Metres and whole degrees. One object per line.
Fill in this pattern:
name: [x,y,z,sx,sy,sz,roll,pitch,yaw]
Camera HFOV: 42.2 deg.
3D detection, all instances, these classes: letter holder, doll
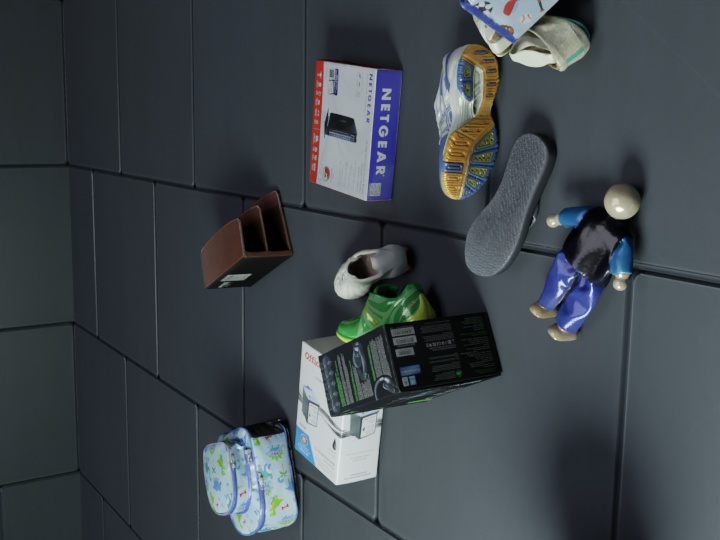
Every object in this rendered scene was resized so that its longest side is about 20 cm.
letter holder: [-0.227,-0.062,1.786,0.200,0.100,0.143,-31,66,55]
doll: [0.259,-0.017,1.075,0.137,0.048,0.200,56,138,36]

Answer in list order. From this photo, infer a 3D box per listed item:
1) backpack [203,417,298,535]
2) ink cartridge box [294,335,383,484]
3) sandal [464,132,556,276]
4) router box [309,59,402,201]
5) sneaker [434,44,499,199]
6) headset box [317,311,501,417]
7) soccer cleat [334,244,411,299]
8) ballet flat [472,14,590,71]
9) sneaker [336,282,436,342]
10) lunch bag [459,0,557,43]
backpack: [-0.213,0.401,1.785,0.183,0.147,0.201,-28,74,58]
ink cartridge box: [-0.034,0.226,1.537,0.146,0.086,0.201,27,118,53]
sandal: [0.197,-0.076,1.181,0.076,0.043,0.201,45,121,36]
router box: [-0.011,-0.225,1.470,0.179,0.049,0.201,24,114,54]
sneaker: [0.135,-0.196,1.239,0.088,0.075,0.201,-152,69,-66]
headset box: [0.060,0.133,1.292,0.200,0.174,0.093,-30,69,54]
soccer cleat: [0.000,0.000,1.457,0.200,0.077,0.070,-25,73,56]
ballet flat: [0.187,-0.284,1.122,0.062,0.067,0.200,-47,38,-8]
sneaker: [0.038,0.065,1.417,0.200,0.074,0.084,-21,79,47]
lunch bag: [0.169,-0.398,1.067,0.170,0.124,0.201,-38,49,28]
